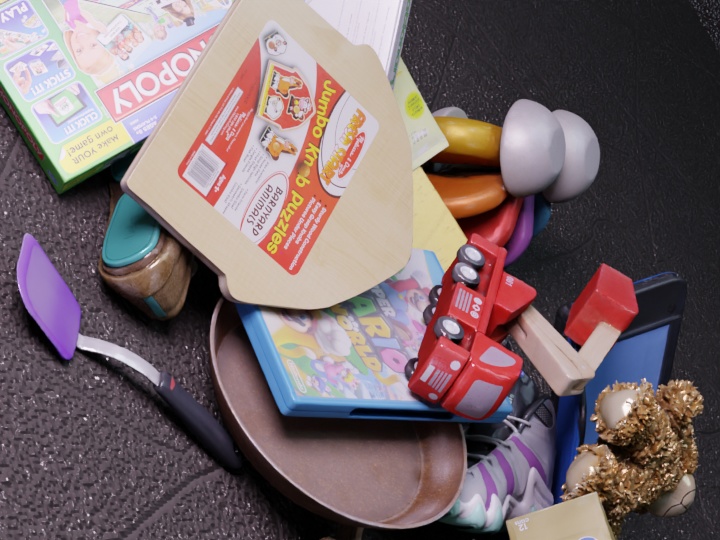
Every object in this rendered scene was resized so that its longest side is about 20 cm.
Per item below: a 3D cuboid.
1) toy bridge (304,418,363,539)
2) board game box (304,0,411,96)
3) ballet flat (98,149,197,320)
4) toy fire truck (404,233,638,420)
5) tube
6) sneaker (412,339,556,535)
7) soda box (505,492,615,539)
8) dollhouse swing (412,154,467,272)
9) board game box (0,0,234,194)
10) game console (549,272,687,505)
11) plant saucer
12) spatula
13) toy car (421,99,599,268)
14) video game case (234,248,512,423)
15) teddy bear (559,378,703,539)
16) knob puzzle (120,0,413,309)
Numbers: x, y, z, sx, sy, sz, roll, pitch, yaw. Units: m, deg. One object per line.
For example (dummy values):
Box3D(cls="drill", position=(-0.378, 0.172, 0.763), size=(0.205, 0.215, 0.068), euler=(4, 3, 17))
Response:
Box3D(cls="toy bridge", position=(-0.024, 0.119, 1.096), size=(0.067, 0.027, 0.201), euler=(34, 32, -41))
Box3D(cls="board game box", position=(-0.041, -0.131, 1.125), size=(0.126, 0.201, 0.035), euler=(13, 5, 11))
Box3D(cls="ballet flat", position=(-0.126, -0.042, 1.073), size=(0.201, 0.067, 0.073), euler=(-92, 161, -50))
Box3D(cls="toy fire truck", position=(0.115, 0.044, 1.131), size=(0.141, 0.049, 0.200), euler=(29, 34, -5))
Box3D(cls="tube", position=(-0.002, -0.159, 1.192), size=(0.052, 0.058, 0.201), euler=(-77, 143, -69))
Box3D(cls="sneaker", position=(0.089, 0.117, 1.185), size=(0.200, 0.077, 0.141), euler=(23, 75, -64))
Box3D(cls="soda box", position=(0.161, 0.238, 1.164), size=(0.200, 0.067, 0.064), euler=(64, 10, -50))
Box3D(cls="dollhouse swing", position=(0.000, 0.000, 1.283), size=(0.181, 0.176, 0.201), euler=(-33, 89, -25))
Box3D(cls="board game box", position=(-0.143, -0.155, 1.057), size=(0.200, 0.029, 0.135), euler=(-33, 88, -23))
Box3D(cls="game console", position=(0.200, 0.127, 1.283), size=(0.170, 0.201, 0.118), euler=(-17, 42, -23))
Box3D(cls="plant saucer", position=(-0.019, 0.088, 1.064), size=(0.200, 0.035, 0.201), euler=(27, 36, -21))
Box3D(cls="spatula", position=(-0.134, 0.058, 0.972), size=(0.200, 0.021, 0.057), euler=(44, 25, -28))
Box3D(cls="toy car", position=(0.107, -0.073, 1.461), size=(0.200, 0.174, 0.151), euler=(3, 92, -62))
Box3D(cls="video game case", position=(0.003, 0.037, 1.099), size=(0.199, 0.018, 0.144), euler=(7, 47, -43))
Box3D(cls="teddy bear", position=(0.202, 0.143, 1.197), size=(0.067, 0.145, 0.200), euler=(23, -22, 25))
Box3D(cls="knob puzzle", position=(-0.042, -0.063, 1.057), size=(0.219, 0.030, 0.221), euler=(3, 86, -38))
